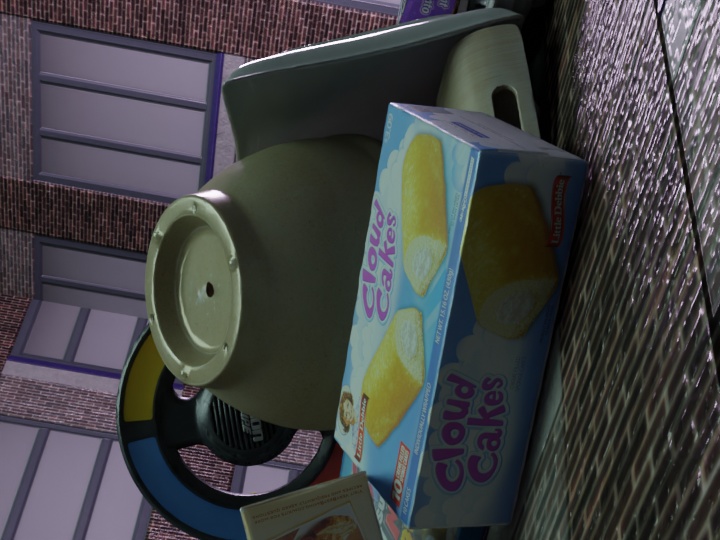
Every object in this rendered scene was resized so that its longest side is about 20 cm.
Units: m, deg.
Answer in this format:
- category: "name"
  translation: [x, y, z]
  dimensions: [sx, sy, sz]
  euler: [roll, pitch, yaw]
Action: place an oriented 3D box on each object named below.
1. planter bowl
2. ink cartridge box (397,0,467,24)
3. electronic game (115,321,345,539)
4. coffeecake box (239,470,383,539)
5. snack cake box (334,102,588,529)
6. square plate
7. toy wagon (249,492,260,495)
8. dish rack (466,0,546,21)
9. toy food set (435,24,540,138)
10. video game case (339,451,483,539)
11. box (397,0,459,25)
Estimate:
- category: "planter bowl"
  translation: [-0.057, 0.011, 0.878]
  dimensions: [0.199, 0.133, 0.204]
  euler: [5, 97, 51]
- category: "ink cartridge box"
  translation: [0.068, -0.173, 1.280]
  dimensions: [0.176, 0.083, 0.203]
  euler: [104, 174, -70]
- category: "electronic game"
  translation: [-0.085, 0.106, 1.005]
  dimensions: [0.042, 0.197, 0.203]
  euler: [69, -150, -87]
- category: "coffeecake box"
  translation: [-0.008, 0.223, 0.754]
  dimensions: [0.154, 0.072, 0.203]
  euler: [111, 144, -79]
- category: "snack cake box"
  translation: [0.048, 0.022, 0.723]
  dimensions: [0.115, 0.066, 0.203]
  euler: [-143, 59, -60]
- category: "square plate"
  translation: [0.004, -0.121, 0.923]
  dimensions: [0.200, 0.195, 0.029]
  euler: [97, 160, -75]
- category: "toy wagon"
  translation: [-0.042, 0.247, 1.197]
  dimensions: [0.156, 0.199, 0.040]
  euler: [-49, 50, 6]
- category: "dish rack"
  translation: [0.109, -0.227, 0.968]
  dimensions: [0.200, 0.043, 0.174]
  euler: [108, 170, -75]
- category: "toy food set"
  translation: [0.081, -0.038, 0.870]
  dimensions: [0.201, 0.059, 0.145]
  euler: [100, 167, -56]
- category: "video game case"
  translation: [0.033, 0.131, 0.893]
  dimensions: [0.200, 0.018, 0.145]
  euler: [-151, 69, -67]
- category: "box"
  translation: [0.053, -0.194, 1.060]
  dimensions: [0.200, 0.039, 0.139]
  euler: [103, -177, -71]
